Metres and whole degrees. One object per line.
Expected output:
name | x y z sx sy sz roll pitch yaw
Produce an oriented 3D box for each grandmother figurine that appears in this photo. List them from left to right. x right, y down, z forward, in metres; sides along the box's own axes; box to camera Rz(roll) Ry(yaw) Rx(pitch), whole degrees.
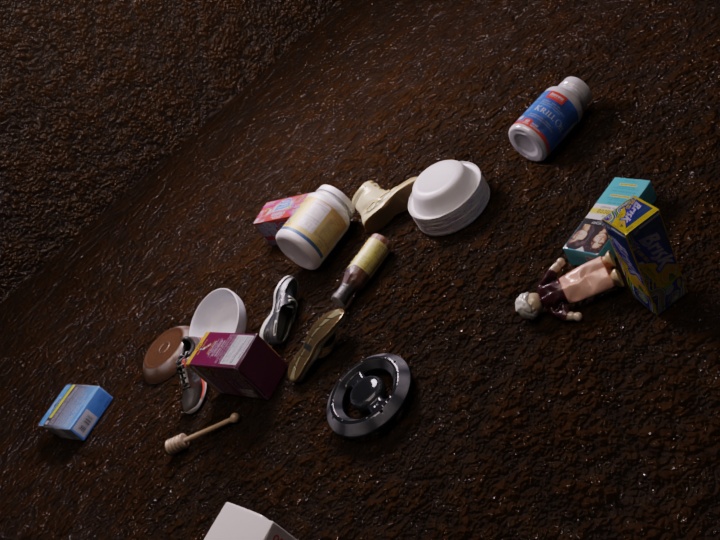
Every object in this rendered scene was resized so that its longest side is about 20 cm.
grandmother figurine | 0.379 0.040 1.253 0.199 0.060 0.122 -25 54 27

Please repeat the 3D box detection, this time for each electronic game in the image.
electronic game | 0.016 0.250 1.365 0.199 0.042 0.201 -26 34 19

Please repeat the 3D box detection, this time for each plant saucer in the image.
plant saucer | -0.552 0.230 1.935 0.199 0.037 0.201 -25 35 19

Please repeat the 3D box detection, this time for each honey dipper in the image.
honey dipper | -0.369 0.377 1.586 0.199 0.038 0.038 -27 35 14

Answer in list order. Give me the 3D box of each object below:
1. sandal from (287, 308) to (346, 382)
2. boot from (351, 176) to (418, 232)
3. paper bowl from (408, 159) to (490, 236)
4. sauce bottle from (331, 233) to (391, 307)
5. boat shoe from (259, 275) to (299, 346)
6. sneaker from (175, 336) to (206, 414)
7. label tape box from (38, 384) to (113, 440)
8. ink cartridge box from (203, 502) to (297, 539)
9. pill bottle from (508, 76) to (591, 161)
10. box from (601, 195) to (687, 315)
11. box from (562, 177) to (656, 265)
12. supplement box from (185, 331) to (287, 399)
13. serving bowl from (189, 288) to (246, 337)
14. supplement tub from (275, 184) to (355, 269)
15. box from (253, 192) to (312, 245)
sandal | -0.094 0.175 1.557 0.201 0.054 0.080 -57 29 -1
boot | 0.073 -0.206 1.824 0.200 0.073 0.156 -39 36 9
paper bowl | 0.207 -0.189 1.651 0.199 0.105 0.202 -24 36 19
sauce bottle | 0.000 0.000 1.656 0.066 0.066 0.200 10 54 48
boat shoe | -0.189 0.102 1.715 0.060 0.076 0.201 -7 56 39
sneaker | -0.441 0.260 1.712 0.077 0.082 0.202 -19 60 33
label tape box | -0.827 0.408 1.960 0.199 0.066 0.144 -8 43 41
ink cartridge box | -0.197 0.528 1.142 0.144 0.148 0.201 0 49 44
pill bottle | 0.456 -0.366 1.614 0.200 0.112 0.112 -47 34 -12
box | 0.470 -0.023 1.114 0.070 0.200 0.064 -37 34 1
box | 0.486 -0.093 1.319 0.200 0.049 0.082 -50 35 -17
supplement box | -0.296 0.224 1.613 0.199 0.131 0.104 -2 47 41
serving bowl | -0.368 0.152 1.801 0.199 0.066 0.202 -18 60 34
supplement tub | -0.119 -0.119 1.837 0.144 0.145 0.201 10 56 49
box | -0.203 -0.150 1.996 0.199 0.100 0.096 -7 44 39
